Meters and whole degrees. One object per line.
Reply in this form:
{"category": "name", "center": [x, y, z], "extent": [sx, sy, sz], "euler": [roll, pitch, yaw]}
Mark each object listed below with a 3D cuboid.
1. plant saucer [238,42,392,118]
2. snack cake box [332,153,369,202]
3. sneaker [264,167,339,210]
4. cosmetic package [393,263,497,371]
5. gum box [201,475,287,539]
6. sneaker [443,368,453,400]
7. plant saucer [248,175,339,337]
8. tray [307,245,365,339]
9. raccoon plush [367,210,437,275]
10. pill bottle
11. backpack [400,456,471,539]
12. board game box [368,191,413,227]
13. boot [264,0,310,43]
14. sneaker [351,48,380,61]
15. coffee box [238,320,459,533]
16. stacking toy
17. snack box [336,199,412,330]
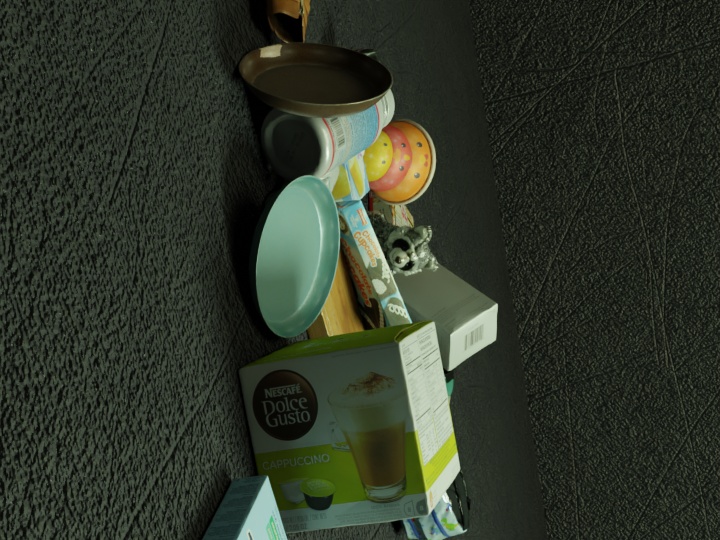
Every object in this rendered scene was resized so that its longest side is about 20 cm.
{"category": "plant saucer", "center": [-0.058, -0.241, 1.450], "extent": [0.201, 0.197, 0.032], "euler": [-72, 171, -59]}
{"category": "snack cake box", "center": [-0.048, -0.198, 1.673], "extent": [0.115, 0.066, 0.203], "euler": [-50, 129, -69]}
{"category": "sneaker", "center": [-0.076, -0.091, 1.525], "extent": [0.201, 0.070, 0.081], "euler": [-59, 143, -56]}
{"category": "cosmetic package", "center": [0.109, 0.057, 1.799], "extent": [0.112, 0.199, 0.082], "euler": [-29, 136, -29]}
{"category": "gum box", "center": [-0.116, 0.337, 1.150], "extent": [0.200, 0.044, 0.172], "euler": [-62, 141, -65]}
{"category": "sneaker", "center": [0.071, 0.168, 1.764], "extent": [0.199, 0.071, 0.081], "euler": [8, 96, -46]}
{"category": "plant saucer", "center": [-0.084, -0.019, 1.404], "extent": [0.200, 0.027, 0.203], "euler": [-32, 128, -55]}
{"category": "tray", "center": [-0.035, 0.070, 1.579], "extent": [0.099, 0.037, 0.202], "euler": [-51, 133, -51]}
{"category": "raccoon plush", "center": [0.058, -0.060, 1.770], "extent": [0.201, 0.132, 0.097], "euler": [-81, 155, -50]}
{"category": "pill bottle", "center": [-0.037, -0.199, 1.521], "extent": [0.200, 0.108, 0.110], "euler": [-37, 119, -49]}
{"category": "backpack", "center": [0.108, 0.337, 1.823], "extent": [0.201, 0.153, 0.163], "euler": [53, 14, -9]}
{"category": "board game box", "center": [0.061, -0.032, 2.012], "extent": [0.152, 0.046, 0.202], "euler": [52, 32, -60]}
{"category": "boot", "center": [-0.085, -0.389, 1.604], "extent": [0.200, 0.076, 0.157], "euler": [34, 43, -62]}
{"category": "sneaker", "center": [-0.012, -0.304, 1.828], "extent": [0.202, 0.085, 0.081], "euler": [-84, 157, -43]}
{"category": "coffee box", "center": [-0.007, 0.179, 1.350], "extent": [0.200, 0.197, 0.201], "euler": [-17, 97, -74]}
{"category": "stacking toy", "center": [0.021, -0.187, 1.871], "extent": [0.199, 0.145, 0.148], "euler": [2, 79, -57]}
{"category": "snack box", "center": [0.000, 0.000, 1.602], "extent": [0.116, 0.037, 0.202], "euler": [0, -65, 64]}
